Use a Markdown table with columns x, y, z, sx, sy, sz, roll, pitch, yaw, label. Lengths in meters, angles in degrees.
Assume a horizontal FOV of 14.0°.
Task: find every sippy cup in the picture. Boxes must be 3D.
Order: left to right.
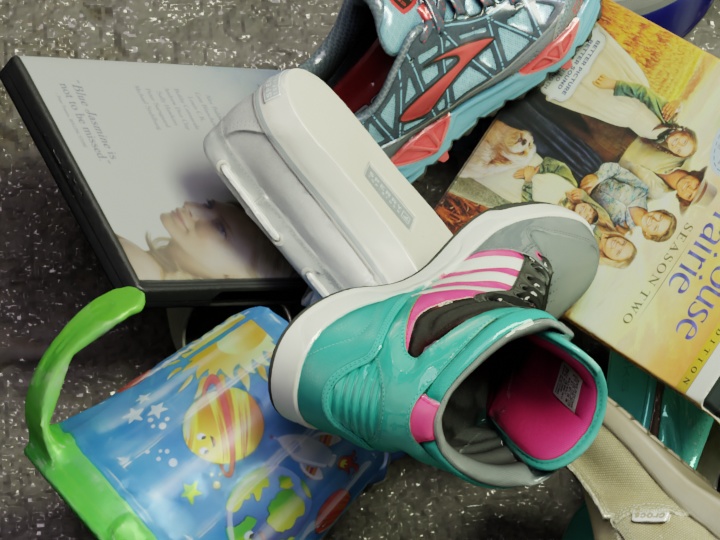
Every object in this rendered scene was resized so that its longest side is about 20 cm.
| x | y | z | sx | sy | sz | roll | pitch | yaw | label |
| --- | --- | --- | --- | --- | --- | --- | --- | --- | --- |
| -0.064 | 0.091 | 1.347 | 0.130 | 0.178 | 0.140 | -42 | 60 | -8 | sippy cup |

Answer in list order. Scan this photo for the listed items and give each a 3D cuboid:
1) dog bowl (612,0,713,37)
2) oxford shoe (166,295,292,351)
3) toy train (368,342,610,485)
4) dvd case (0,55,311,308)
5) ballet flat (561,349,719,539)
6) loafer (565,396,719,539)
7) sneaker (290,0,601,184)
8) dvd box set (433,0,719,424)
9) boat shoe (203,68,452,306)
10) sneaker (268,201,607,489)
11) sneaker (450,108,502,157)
| x | y | z | sx | sy | sz | roll | pitch | yaw | label |
| --- | --- | --- | --- | --- | --- | --- | --- | --- | --- |
| 0.107 | -0.205 | 1.568 | 0.199 | 0.079 | 0.201 | 1 | 62 | -3 | dog bowl |
| -0.072 | -0.010 | 1.461 | 0.075 | 0.058 | 0.201 | -11 | 60 | -5 | oxford shoe |
| 0.060 | 0.071 | 1.441 | 0.199 | 0.034 | 0.046 | -10 | 75 | -10 | toy train |
| -0.070 | -0.043 | 1.437 | 0.199 | 0.018 | 0.143 | -1 | 53 | -48 | dvd case |
| 0.140 | 0.112 | 1.399 | 0.070 | 0.067 | 0.201 | 22 | 76 | -25 | ballet flat |
| 0.129 | 0.115 | 1.302 | 0.068 | 0.076 | 0.200 | -51 | 45 | 0 | loafer |
| 0.038 | -0.116 | 1.423 | 0.200 | 0.096 | 0.079 | -45 | 52 | 1 | sneaker |
| 0.139 | -0.035 | 1.399 | 0.200 | 0.029 | 0.147 | 35 | 91 | 41 | dvd box set |
| 0.000 | 0.000 | 1.393 | 0.200 | 0.068 | 0.072 | 50 | 28 | -19 | boat shoe |
| 0.069 | 0.032 | 1.290 | 0.120 | 0.084 | 0.199 | 24 | 36 | 37 | sneaker |
| 0.087 | -0.070 | 1.497 | 0.199 | 0.070 | 0.082 | 7 | 58 | 2 | sneaker |
